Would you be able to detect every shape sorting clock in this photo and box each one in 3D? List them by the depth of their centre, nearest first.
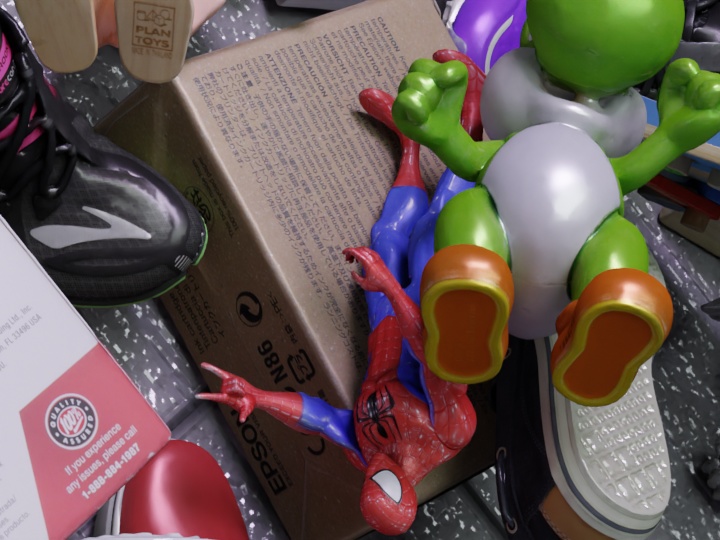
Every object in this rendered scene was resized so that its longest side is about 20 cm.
[{"bbox_3d":[0.153,-0.036,1.066,0.199,0.200,0.039,24,91,-27],"label":"shape sorting clock"}]

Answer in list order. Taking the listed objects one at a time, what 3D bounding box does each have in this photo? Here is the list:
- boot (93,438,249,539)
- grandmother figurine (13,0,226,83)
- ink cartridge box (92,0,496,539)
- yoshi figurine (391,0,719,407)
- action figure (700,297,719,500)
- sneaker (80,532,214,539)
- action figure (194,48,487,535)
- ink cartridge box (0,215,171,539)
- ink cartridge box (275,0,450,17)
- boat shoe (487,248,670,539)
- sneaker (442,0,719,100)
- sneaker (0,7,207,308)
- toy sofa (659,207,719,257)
[{"bbox_3d":[-0.029,0.138,0.870,0.072,0.144,0.201,3,63,-36],"label":"boot"},{"bbox_3d":[-0.069,-0.131,1.008,0.120,0.061,0.200,14,25,6],"label":"grandmother figurine"},{"bbox_3d":[0.002,-0.003,1.021,0.164,0.075,0.201,-22,81,-45],"label":"ink cartridge box"},{"bbox_3d":[0.077,-0.053,0.906,0.112,0.112,0.201,47,34,-29],"label":"yoshi figurine"},{"bbox_3d":[0.205,0.048,1.128,0.101,0.200,0.120,-9,97,-4],"label":"action figure"},{"bbox_3d":[-0.079,0.140,0.794,0.078,0.200,0.080,2,70,-13],"label":"sneaker"},{"bbox_3d":[0.000,0.000,0.921,0.099,0.065,0.201,29,50,-36],"label":"action figure"},{"bbox_3d":[-0.186,0.031,0.843,0.200,0.083,0.147,52,45,-4],"label":"ink cartridge box"},{"bbox_3d":[0.031,-0.168,1.162,0.199,0.037,0.095,0,67,-44],"label":"ink cartridge box"},{"bbox_3d":[0.082,0.039,0.973,0.074,0.062,0.201,27,37,-21],"label":"boat shoe"},{"bbox_3d":[0.122,-0.109,1.137,0.199,0.099,0.070,-16,119,-46],"label":"sneaker"},{"bbox_3d":[-0.144,-0.052,0.915,0.199,0.084,0.077,34,71,-14],"label":"sneaker"},{"bbox_3d":[0.218,-0.103,1.237,0.083,0.097,0.201,28,52,-24],"label":"toy sofa"}]
